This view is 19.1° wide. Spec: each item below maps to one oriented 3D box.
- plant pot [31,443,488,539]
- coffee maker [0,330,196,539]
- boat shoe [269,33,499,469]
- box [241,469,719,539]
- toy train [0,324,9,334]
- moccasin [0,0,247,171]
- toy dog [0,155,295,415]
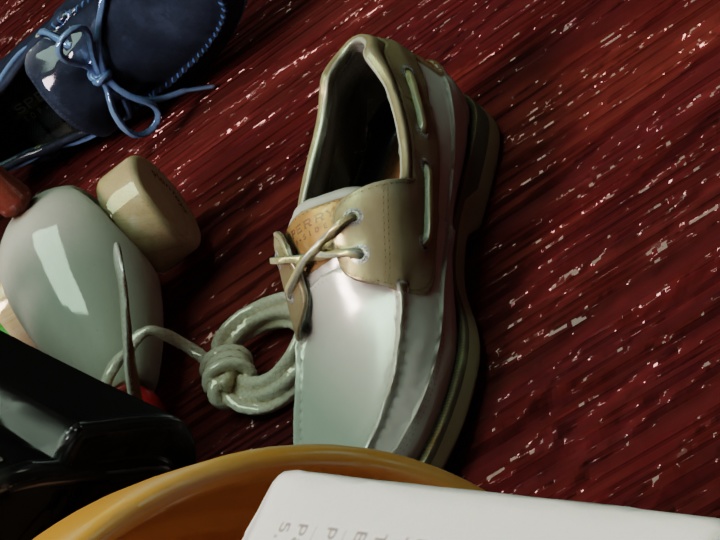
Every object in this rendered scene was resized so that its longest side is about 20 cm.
[{"bbox_3d":[-0.045,0.156,0.565,0.183,0.200,0.201,-23,37,61],"label":"plant pot"},{"bbox_3d":[-0.158,0.057,0.730,0.199,0.135,0.192,26,37,25],"label":"coffee maker"},{"bbox_3d":[0.000,0.000,0.770,0.075,0.068,0.201,-26,38,32],"label":"boat shoe"},{"bbox_3d":[0.042,0.174,0.404,0.130,0.199,0.201,-1,55,51],"label":"box"},{"bbox_3d":[-0.179,0.032,0.984,0.056,0.042,0.200,-30,36,-7],"label":"toy train"},{"bbox_3d":[-0.125,-0.090,1.025,0.200,0.080,0.068,-35,17,45],"label":"moccasin"},{"bbox_3d":[-0.116,0.017,0.860,0.132,0.096,0.200,-50,34,-1],"label":"toy dog"}]
